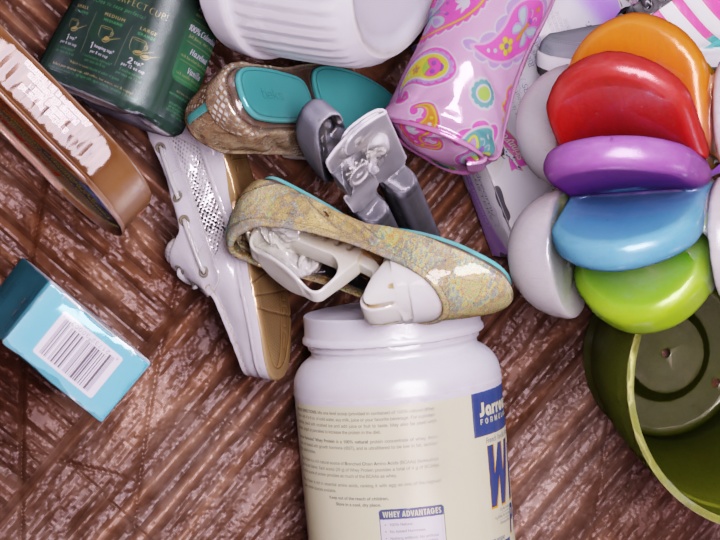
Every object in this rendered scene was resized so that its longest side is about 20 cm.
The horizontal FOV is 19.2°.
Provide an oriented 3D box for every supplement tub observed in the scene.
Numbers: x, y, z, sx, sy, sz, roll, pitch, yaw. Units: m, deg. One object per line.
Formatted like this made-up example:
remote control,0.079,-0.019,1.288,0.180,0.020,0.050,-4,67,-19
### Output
supplement tub,0.030,0.124,1.469,0.145,0.145,0.201,-6,95,-13

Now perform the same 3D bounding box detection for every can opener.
can opener,0.006,-0.060,1.448,0.053,0.200,0.067,-44,66,-7

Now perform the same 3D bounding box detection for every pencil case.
pencil case,0.086,-0.165,1.423,0.087,0.087,0.200,27,77,-14

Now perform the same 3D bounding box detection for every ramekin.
ramekin,-0.013,-0.227,1.399,0.105,0.200,0.201,18,89,24

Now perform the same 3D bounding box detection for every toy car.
toy car,0.172,-0.066,1.332,0.175,0.150,0.201,-3,69,23

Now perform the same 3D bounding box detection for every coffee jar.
coffee jar,-0.131,-0.198,1.432,0.104,0.085,0.200,23,88,23

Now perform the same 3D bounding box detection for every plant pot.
plant pot,0.248,0.066,1.494,0.200,0.193,0.201,-1,94,-13

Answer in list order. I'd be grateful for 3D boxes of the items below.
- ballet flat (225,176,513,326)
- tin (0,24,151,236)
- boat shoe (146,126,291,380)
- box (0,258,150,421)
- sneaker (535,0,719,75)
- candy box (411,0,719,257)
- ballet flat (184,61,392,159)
ballet flat,0.000,0.000,1.389,0.200,0.071,0.071,22,88,19
tin,-0.218,-0.105,1.413,0.200,0.112,0.042,46,73,-13
boat shoe,-0.100,-0.016,1.471,0.069,0.071,0.201,-16,85,14
box,-0.195,0.042,1.380,0.082,0.200,0.049,41,84,-13
sneaker,0.211,-0.193,1.424,0.199,0.084,0.121,-7,108,9
candy box,0.161,-0.122,1.523,0.200,0.072,0.168,-23,98,-12
ballet flat,-0.048,-0.106,1.456,0.200,0.065,0.071,7,65,-53
